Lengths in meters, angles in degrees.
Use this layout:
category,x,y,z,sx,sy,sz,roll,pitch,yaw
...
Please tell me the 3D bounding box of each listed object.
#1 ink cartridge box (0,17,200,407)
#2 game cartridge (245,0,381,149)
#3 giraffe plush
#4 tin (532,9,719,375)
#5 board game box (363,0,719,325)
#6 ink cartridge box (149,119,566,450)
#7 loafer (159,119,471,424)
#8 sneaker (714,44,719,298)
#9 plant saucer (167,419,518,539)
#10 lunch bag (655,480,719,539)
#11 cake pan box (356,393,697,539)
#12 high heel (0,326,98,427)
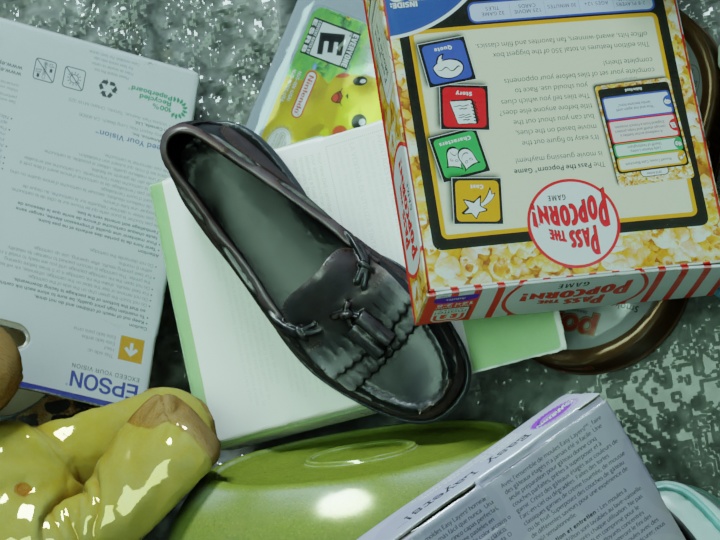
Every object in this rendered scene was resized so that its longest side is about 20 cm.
category,x,y,z,sx,sy,sz,roll,pitch,yaw
ink cartridge box,-0.195,-0.035,1.209,0.196,0.043,0.200,15,72,-21
game cartridge,0.009,-0.079,1.224,0.133,0.040,0.200,22,90,17
giraffe plush,-0.188,0.095,1.111,0.162,0.173,0.200,45,56,-3
tin,0.124,-0.046,1.178,0.112,0.042,0.200,12,86,25
board game box,0.087,-0.080,1.112,0.151,0.046,0.200,-5,70,-9
ink cartridge box,0.000,0.000,1.174,0.200,0.048,0.146,-15,78,13
loafer,-0.030,0.000,1.126,0.072,0.063,0.200,-47,72,8
sneaker,0.216,-0.079,1.137,0.081,0.076,0.200,26,93,41
plant saucer,0.002,0.102,1.110,0.200,0.200,0.031,-8,94,18
lunch bag,0.167,0.210,1.103,0.160,0.077,0.200,-41,73,4
cake pan box,0.074,0.178,1.001,0.200,0.052,0.184,-35,100,-14
high heel,-0.210,0.028,1.227,0.200,0.143,0.071,30,55,24
